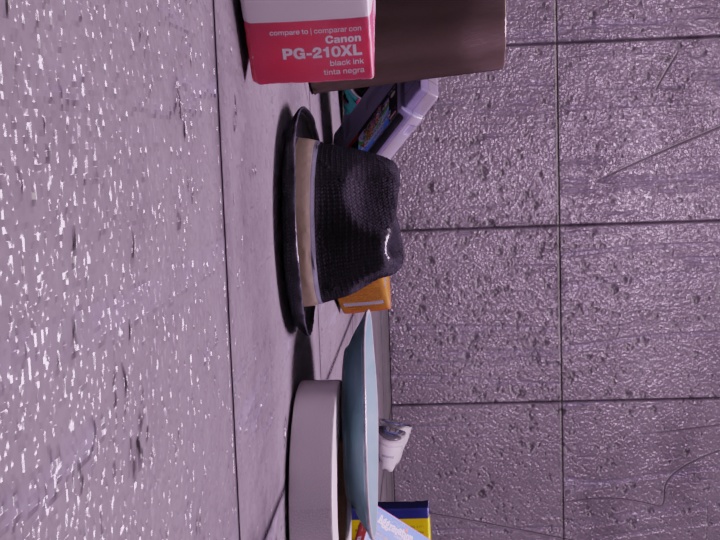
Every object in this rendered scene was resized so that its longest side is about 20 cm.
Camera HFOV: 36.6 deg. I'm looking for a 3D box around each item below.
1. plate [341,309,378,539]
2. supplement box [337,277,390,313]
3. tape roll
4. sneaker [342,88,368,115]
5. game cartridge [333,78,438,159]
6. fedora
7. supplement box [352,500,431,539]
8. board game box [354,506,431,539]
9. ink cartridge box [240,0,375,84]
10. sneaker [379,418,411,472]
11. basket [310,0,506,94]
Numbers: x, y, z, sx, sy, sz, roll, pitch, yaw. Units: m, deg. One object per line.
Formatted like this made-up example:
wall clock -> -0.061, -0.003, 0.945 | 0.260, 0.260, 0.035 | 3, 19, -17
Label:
plate -> 0.000, 0.136, 0.969 | 0.200, 0.025, 0.203 | -3, 90, -87
supplement box -> 0.000, 0.000, 1.303 | 0.200, 0.068, 0.068 | 65, 21, -76
tape roll -> -0.032, 0.194, 0.920 | 0.203, 0.036, 0.206 | -1, 90, -87
sneaker -> 0.009, -0.294, 1.507 | 0.121, 0.082, 0.203 | 105, -13, -68
game cartridge -> 0.023, -0.176, 1.252 | 0.200, 0.038, 0.131 | -49, -156, 40
fedora -> -0.011, -0.043, 0.899 | 0.201, 0.090, 0.204 | -2, 90, -86
supplement box -> 0.041, 0.412, 1.444 | 0.110, 0.107, 0.203 | 62, 27, -82
board game box -> 0.059, 0.376, 1.346 | 0.200, 0.019, 0.104 | 40, 58, -35
ink cartridge box -> -0.035, -0.242, 0.677 | 0.146, 0.083, 0.202 | -89, 176, -48
sneaker -> 0.059, 0.356, 2.237 | 0.200, 0.073, 0.088 | -10, 110, -80
basket -> 0.048, -0.262, 1.125 | 0.181, 0.197, 0.137 | -88, 175, -52
